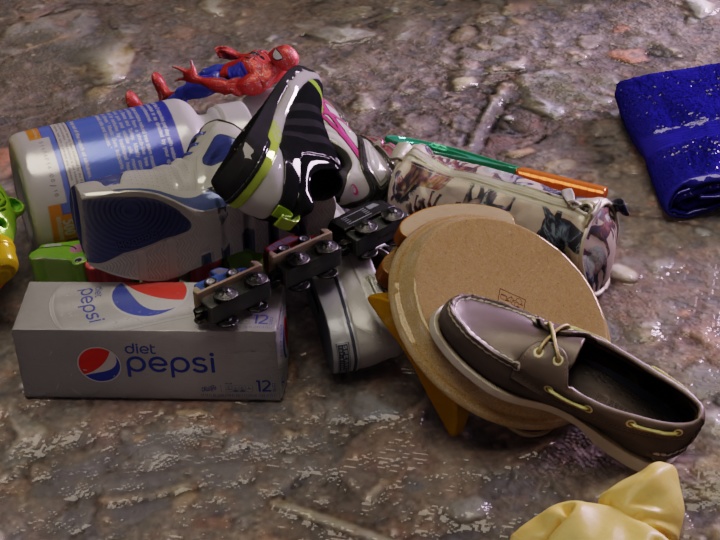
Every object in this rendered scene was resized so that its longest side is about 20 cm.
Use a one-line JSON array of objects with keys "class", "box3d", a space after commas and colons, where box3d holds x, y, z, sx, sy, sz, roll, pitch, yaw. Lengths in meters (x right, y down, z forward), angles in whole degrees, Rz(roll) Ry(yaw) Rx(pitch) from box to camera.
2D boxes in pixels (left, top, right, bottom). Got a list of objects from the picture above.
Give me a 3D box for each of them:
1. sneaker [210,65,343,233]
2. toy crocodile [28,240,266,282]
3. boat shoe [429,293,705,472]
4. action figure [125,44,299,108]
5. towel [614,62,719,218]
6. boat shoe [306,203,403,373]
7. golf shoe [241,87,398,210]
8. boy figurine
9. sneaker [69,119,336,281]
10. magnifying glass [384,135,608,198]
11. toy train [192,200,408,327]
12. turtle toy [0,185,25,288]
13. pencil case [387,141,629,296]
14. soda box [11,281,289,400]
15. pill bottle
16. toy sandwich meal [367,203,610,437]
[{"class": "sneaker", "box3d": [-0.051, -0.082, 1.280, 0.083, 0.072, 0.200, 36, 31, -8]}, {"class": "toy crocodile", "box3d": [-0.165, -0.004, 1.380, 0.200, 0.068, 0.062, -2, 35, 1]}, {"class": "boat shoe", "box3d": [0.144, 0.068, 1.200, 0.200, 0.060, 0.072, 31, 49, 2]}, {"class": "action figure", "box3d": [-0.131, -0.176, 1.568, 0.200, 0.052, 0.065, -6, 22, 40]}, {"class": "towel", "box3d": [0.316, -0.123, 1.530, 0.147, 0.050, 0.200, -5, 36, -5]}, {"class": "boat shoe", "box3d": [0.000, -0.003, 1.364, 0.086, 0.075, 0.202, -9, 39, -8]}, {"class": "golf shoe", "box3d": [-0.048, -0.112, 1.497, 0.092, 0.073, 0.200, 2, 22, -47]}, {"class": "boy figurine", "box3d": [0.145, 0.191, 1.092, 0.124, 0.065, 0.200, 16, 39, 24]}, {"class": "sneaker", "box3d": [-0.130, -0.059, 1.344, 0.199, 0.081, 0.115, -7, 32, -18]}, {"class": "magnifying glass", "box3d": [0.115, -0.087, 1.499, 0.200, 0.022, 0.080, 16, 10, 14]}, {"class": "toy train", "box3d": [-0.048, -0.008, 1.294, 0.200, 0.034, 0.046, -26, 42, -32]}, {"class": "turtle toy", "box3d": [-0.365, -0.020, 1.385, 0.200, 0.101, 0.146, -17, 63, -14]}, {"class": "pencil case", "box3d": [0.114, -0.046, 1.403, 0.200, 0.090, 0.078, 19, 40, 28]}, {"class": "soda box", "box3d": [-0.156, 0.052, 1.303, 0.200, 0.068, 0.063, 0, 35, 5]}, {"class": "pill bottle", "box3d": [-0.186, -0.081, 1.453, 0.200, 0.112, 0.112, -14, 37, -15]}, {"class": "toy sandwich meal", "box3d": [0.093, 0.040, 1.288, 0.205, 0.070, 0.205, 15, 51, -19]}]
